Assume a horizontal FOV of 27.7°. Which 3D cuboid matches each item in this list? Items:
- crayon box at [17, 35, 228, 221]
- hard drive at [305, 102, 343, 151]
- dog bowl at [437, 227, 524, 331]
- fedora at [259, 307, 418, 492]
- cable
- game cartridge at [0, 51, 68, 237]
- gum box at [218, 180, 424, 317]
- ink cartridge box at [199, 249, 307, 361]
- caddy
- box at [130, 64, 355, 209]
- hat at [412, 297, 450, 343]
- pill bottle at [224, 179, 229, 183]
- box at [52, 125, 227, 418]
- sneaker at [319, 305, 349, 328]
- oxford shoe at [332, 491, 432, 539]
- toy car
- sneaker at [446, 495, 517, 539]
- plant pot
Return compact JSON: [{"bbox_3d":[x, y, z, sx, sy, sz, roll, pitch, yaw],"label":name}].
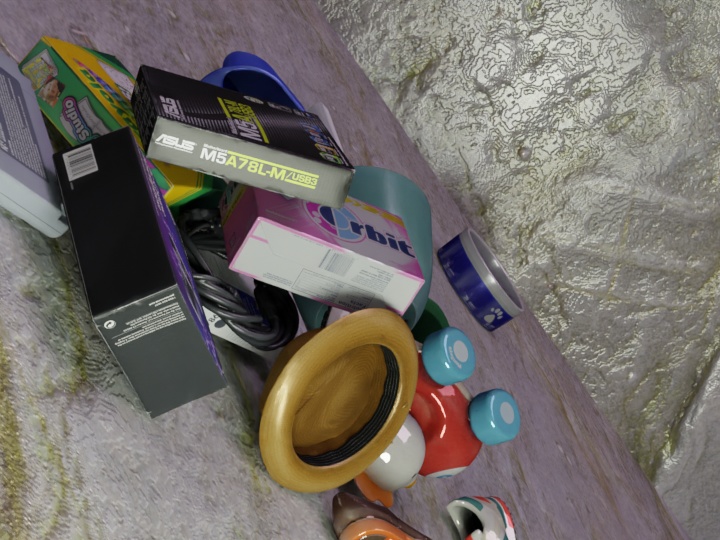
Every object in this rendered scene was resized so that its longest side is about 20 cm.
[{"bbox_3d":[-0.236,-0.137,1.470,0.200,0.058,0.172,48,10,8],"label":"crayon box"},{"bbox_3d":[-0.080,-0.128,1.933,0.027,0.131,0.201,46,16,-36],"label":"hard drive"},{"bbox_3d":[0.240,0.019,2.912,0.201,0.078,0.200,53,12,-16],"label":"dog bowl"},{"bbox_3d":[-0.034,0.117,1.428,0.081,0.202,0.201,27,-11,44],"label":"fedora"},{"bbox_3d":[-0.132,0.011,1.421,0.164,0.051,0.200,57,15,7],"label":"cable"},{"bbox_3d":[-0.319,-0.130,1.254,0.133,0.041,0.201,35,24,-49],"label":"game cartridge"},{"bbox_3d":[-0.035,-0.027,1.444,0.198,0.066,0.114,21,29,-24],"label":"gum box"},{"bbox_3d":[-0.134,0.028,1.503,0.199,0.039,0.100,32,26,-45],"label":"ink cartridge box"},{"bbox_3d":[-0.136,-0.175,1.827,0.200,0.141,0.105,48,9,-29],"label":"caddy"},{"bbox_3d":[-0.117,-0.130,1.389,0.191,0.048,0.200,17,17,-18],"label":"box"},{"bbox_3d":[0.014,0.112,1.948,0.166,0.175,0.201,48,52,-39],"label":"hat"},{"bbox_3d":[-0.129,-0.085,1.631,0.109,0.108,0.200,49,5,-26],"label":"pill bottle"},{"bbox_3d":[-0.187,0.000,1.236,0.142,0.078,0.201,74,-6,-49],"label":"box"},{"bbox_3d":[-0.009,0.108,1.551,0.088,0.077,0.202,18,55,-5],"label":"sneaker"},{"bbox_3d":[0.041,0.281,1.492,0.200,0.071,0.073,44,12,-44],"label":"oxford shoe"},{"bbox_3d":[0.044,0.193,1.611,0.177,0.183,0.201,52,42,-18],"label":"toy car"},{"bbox_3d":[0.162,0.362,1.788,0.093,0.070,0.201,17,39,-42],"label":"sneaker"},{"bbox_3d":[0.000,0.000,1.790,0.201,0.199,0.162,44,27,-42],"label":"plant pot"}]
